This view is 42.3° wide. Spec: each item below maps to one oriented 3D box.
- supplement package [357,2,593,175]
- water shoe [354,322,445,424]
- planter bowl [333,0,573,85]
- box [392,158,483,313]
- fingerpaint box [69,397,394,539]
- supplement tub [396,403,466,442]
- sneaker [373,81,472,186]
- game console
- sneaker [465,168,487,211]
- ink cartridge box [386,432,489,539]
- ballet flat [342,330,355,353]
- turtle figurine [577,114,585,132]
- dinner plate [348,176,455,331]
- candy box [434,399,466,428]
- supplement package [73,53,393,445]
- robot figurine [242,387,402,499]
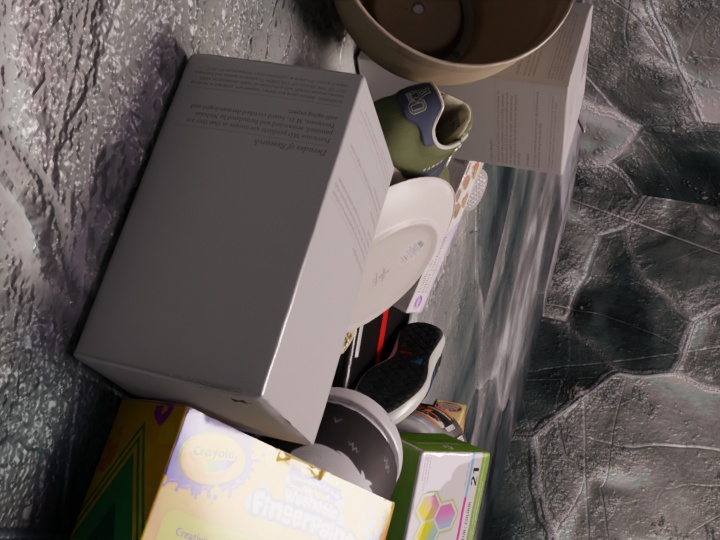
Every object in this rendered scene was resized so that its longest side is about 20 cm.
[{"bbox_3d":[0.113,-0.189,0.911,0.121,0.200,0.120,79,27,-54],"label":"supplement package"},{"bbox_3d":[0.050,0.135,1.046,0.200,0.071,0.079,-46,143,-53],"label":"water shoe"},{"bbox_3d":[0.061,-0.238,0.771,0.135,0.200,0.201,142,-36,-73],"label":"planter bowl"},{"bbox_3d":[0.080,-0.051,1.004,0.039,0.041,0.200,1,113,-60],"label":"box"},{"bbox_3d":[-0.084,0.193,0.581,0.200,0.073,0.167,35,64,-41],"label":"fingerpaint box"},{"bbox_3d":[0.065,0.230,1.157,0.200,0.122,0.123,13,88,-74],"label":"supplement tub"},{"bbox_3d":[0.061,-0.109,0.803,0.067,0.090,0.200,65,17,15],"label":"sneaker"},{"bbox_3d":[0.015,0.064,1.061,0.177,0.031,0.200,1,99,-68],"label":"game console"},{"bbox_3d":[0.078,-0.123,1.062,0.079,0.079,0.200,-60,154,-2],"label":"sneaker"},{"bbox_3d":[0.027,0.247,0.959,0.200,0.076,0.148,10,92,-40],"label":"ink cartridge box"},{"bbox_3d":[0.000,0.000,0.925,0.067,0.046,0.200,73,32,-57],"label":"ballet flat"},{"bbox_3d":[0.177,-0.270,1.193,0.144,0.200,0.194,156,-53,-67],"label":"turtle figurine"},{"bbox_3d":[0.010,0.001,0.802,0.200,0.024,0.200,-35,156,-18],"label":"dinner plate"},{"bbox_3d":[0.122,0.309,1.521,0.200,0.055,0.116,-45,143,-62],"label":"candy box"},{"bbox_3d":[-0.066,-0.012,0.567,0.117,0.117,0.200,66,38,-64],"label":"supplement package"},{"bbox_3d":[-0.041,0.182,0.776,0.200,0.125,0.150,-51,153,-58],"label":"robot figurine"}]
